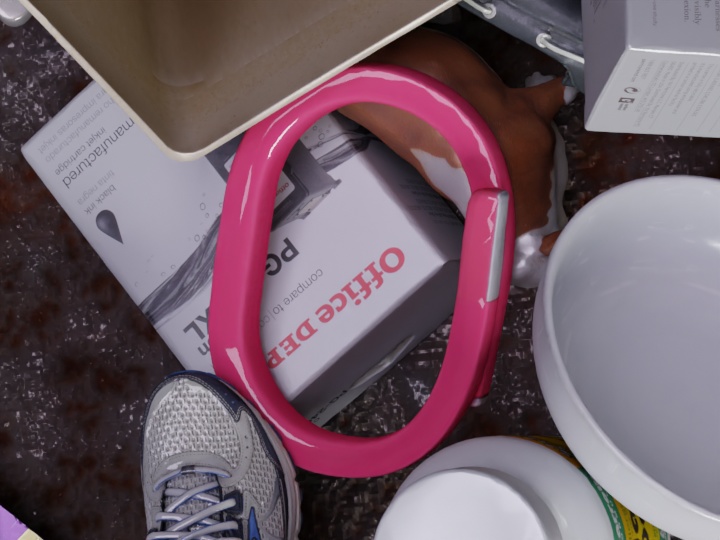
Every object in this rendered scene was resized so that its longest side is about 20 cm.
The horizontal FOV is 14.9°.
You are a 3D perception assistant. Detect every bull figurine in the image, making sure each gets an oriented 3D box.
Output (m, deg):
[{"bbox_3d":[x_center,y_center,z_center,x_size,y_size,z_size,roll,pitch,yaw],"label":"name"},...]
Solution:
[{"bbox_3d":[0.052,-0.081,1.358,0.200,0.121,0.065,41,144,2],"label":"bull figurine"}]

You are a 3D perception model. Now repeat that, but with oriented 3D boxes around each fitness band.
[{"bbox_3d":[0.000,0.000,1.321,0.143,0.037,0.200,12,100,19],"label":"fitness band"}]

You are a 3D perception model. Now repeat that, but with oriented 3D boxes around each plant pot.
[{"bbox_3d":[-0.068,-0.210,1.271,0.200,0.200,0.177,-30,44,14],"label":"plant pot"}]

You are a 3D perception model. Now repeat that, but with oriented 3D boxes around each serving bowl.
[{"bbox_3d":[0.167,0.054,1.300,0.200,0.200,0.066,48,140,15],"label":"serving bowl"}]

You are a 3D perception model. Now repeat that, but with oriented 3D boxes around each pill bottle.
[{"bbox_3d":[0.074,0.133,1.297,0.113,0.200,0.113,-1,86,18],"label":"pill bottle"}]

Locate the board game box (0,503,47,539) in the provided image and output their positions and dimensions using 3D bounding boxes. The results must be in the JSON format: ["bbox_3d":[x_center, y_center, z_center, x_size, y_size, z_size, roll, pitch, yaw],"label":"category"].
[{"bbox_3d":[-0.234,0.216,1.449,0.120,0.032,0.200,39,84,0],"label":"board game box"}]

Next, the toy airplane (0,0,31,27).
[{"bbox_3d":[-0.230,-0.214,1.469,0.200,0.141,0.199,-12,94,-19],"label":"toy airplane"}]

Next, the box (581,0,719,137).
[{"bbox_3d":[0.206,-0.132,1.250,0.200,0.097,0.125,3,71,-6],"label":"box"}]

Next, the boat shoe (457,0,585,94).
[{"bbox_3d":[0.115,-0.115,1.333,0.200,0.076,0.060,37,109,-1],"label":"boat shoe"}]

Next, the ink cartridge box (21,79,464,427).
[{"bbox_3d":[-0.053,-0.031,1.410,0.145,0.083,0.200,-42,76,12],"label":"ink cartridge box"}]

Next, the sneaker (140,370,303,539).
[{"bbox_3d":[-0.067,0.141,1.284,0.077,0.085,0.200,-13,77,10],"label":"sneaker"}]
